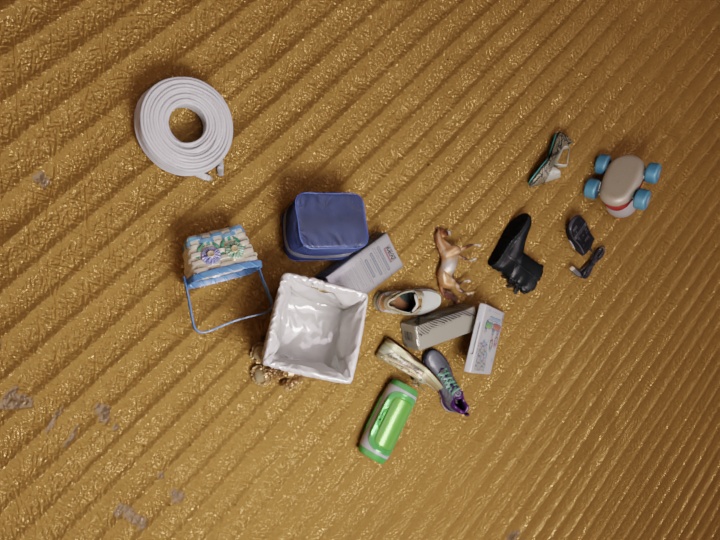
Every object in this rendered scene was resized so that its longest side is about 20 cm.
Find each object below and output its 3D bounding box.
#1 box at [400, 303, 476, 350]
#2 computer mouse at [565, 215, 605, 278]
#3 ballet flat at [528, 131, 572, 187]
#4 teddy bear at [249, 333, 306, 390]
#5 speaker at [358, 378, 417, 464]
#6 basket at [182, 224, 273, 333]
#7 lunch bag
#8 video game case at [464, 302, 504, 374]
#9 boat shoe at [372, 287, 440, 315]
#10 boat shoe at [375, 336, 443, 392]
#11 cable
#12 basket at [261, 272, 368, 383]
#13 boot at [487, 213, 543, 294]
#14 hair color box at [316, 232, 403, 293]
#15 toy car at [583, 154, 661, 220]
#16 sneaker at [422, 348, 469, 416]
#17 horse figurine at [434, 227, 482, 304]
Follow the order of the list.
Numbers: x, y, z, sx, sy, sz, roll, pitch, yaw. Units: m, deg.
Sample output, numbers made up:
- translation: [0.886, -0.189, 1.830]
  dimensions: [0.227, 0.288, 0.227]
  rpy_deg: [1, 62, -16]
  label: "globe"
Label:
- translation: [0.211, 0.148, 1.517]
  dimensions: [0.198, 0.082, 0.069]
  rpy_deg: [-16, 100, -27]
  label: "box"
- translation: [0.674, -0.069, 1.771]
  dimensions: [0.200, 0.046, 0.141]
  rpy_deg: [41, 79, -29]
  label: "computer mouse"
- translation: [0.570, -0.318, 1.675]
  dimensions: [0.075, 0.068, 0.201]
  rpy_deg: [29, 75, 12]
  label: "ballet flat"
- translation: [-0.164, 0.211, 1.340]
  dimensions: [0.198, 0.067, 0.147]
  rpy_deg: [-21, 94, -18]
  label: "teddy bear"
- translation: [0.071, 0.385, 1.457]
  dimensions: [0.088, 0.088, 0.202]
  rpy_deg: [33, 78, -25]
  label: "speaker"
- translation: [-0.294, 0.016, 1.207]
  dimensions: [0.175, 0.139, 0.203]
  rpy_deg: [-18, 92, -26]
  label: "basket"
- translation: [-0.080, -0.099, 1.320]
  dimensions: [0.197, 0.132, 0.138]
  rpy_deg: [-1, 78, -27]
  label: "lunch bag"
- translation: [0.344, 0.192, 1.566]
  dimensions: [0.199, 0.023, 0.185]
  rpy_deg: [21, 82, -61]
  label: "video game case"
- translation: [0.133, 0.085, 1.477]
  dimensions: [0.198, 0.068, 0.076]
  rpy_deg: [-4, 96, -28]
  label: "boat shoe"
- translation: [0.129, 0.254, 1.483]
  dimensions: [0.199, 0.073, 0.063]
  rpy_deg: [39, 90, -5]
  label: "boat shoe"
- translation: [-0.366, -0.300, 1.187]
  dimensions: [0.198, 0.069, 0.203]
  rpy_deg: [6, 91, -28]
  label: "cable"
- translation: [-0.106, 0.129, 1.246]
  dimensions: [0.196, 0.161, 0.203]
  rpy_deg: [14, 79, -13]
  label: "basket"
- translation: [0.471, -0.042, 1.645]
  dimensions: [0.162, 0.073, 0.200]
  rpy_deg: [35, 84, -23]
  label: "boot"
- translation: [0.000, 0.000, 1.406]
  dimensions: [0.199, 0.060, 0.100]
  rpy_deg: [-36, 109, -20]
  label: "hair color box"
- translation: [0.829, -0.244, 1.794]
  dimensions: [0.178, 0.183, 0.200]
  rpy_deg: [-62, 145, -11]
  label: "toy car"
- translation: [0.241, 0.301, 1.538]
  dimensions: [0.074, 0.087, 0.202]
  rpy_deg: [-35, 108, -21]
  label: "sneaker"
- translation: [0.253, -0.007, 1.541]
  dimensions: [0.131, 0.050, 0.203]
  rpy_deg: [8, 96, -15]
  label: "horse figurine"
